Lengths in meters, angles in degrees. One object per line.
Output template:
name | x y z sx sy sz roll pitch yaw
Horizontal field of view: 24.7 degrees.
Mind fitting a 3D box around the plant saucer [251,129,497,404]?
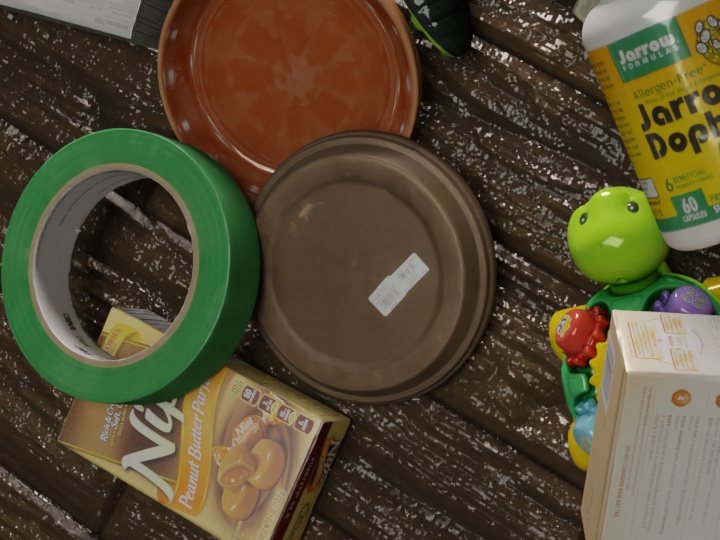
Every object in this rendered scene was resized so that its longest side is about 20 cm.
plant saucer | 0.000 0.000 1.179 0.199 0.029 0.201 3 99 22

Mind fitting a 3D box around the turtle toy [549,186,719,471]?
turtle toy | 0.185 0.044 1.074 0.145 0.101 0.201 -14 80 23

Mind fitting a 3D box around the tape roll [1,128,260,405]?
tape roll | -0.171 -0.002 1.208 0.200 0.048 0.201 -3 84 25

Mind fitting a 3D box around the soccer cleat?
soccer cleat | 0.051 -0.251 1.175 0.081 0.067 0.201 -24 73 29

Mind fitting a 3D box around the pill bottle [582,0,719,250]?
pill bottle | 0.203 -0.123 1.003 0.112 0.113 0.201 -21 95 21

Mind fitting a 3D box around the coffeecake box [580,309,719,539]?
coffeecake box | 0.243 0.110 0.983 0.199 0.073 0.154 3 120 -1

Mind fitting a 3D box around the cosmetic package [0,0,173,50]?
cosmetic package | -0.241 -0.240 1.316 0.199 0.051 0.083 18 90 24

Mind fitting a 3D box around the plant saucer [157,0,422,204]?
plant saucer | -0.051 -0.141 1.197 0.199 0.032 0.201 7 115 16

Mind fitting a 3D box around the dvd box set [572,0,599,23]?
dvd box set | 0.237 -0.159 1.063 0.200 0.029 0.147 47 143 21

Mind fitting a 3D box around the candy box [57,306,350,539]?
candy box | -0.119 0.120 1.230 0.200 0.055 0.116 26 96 24
